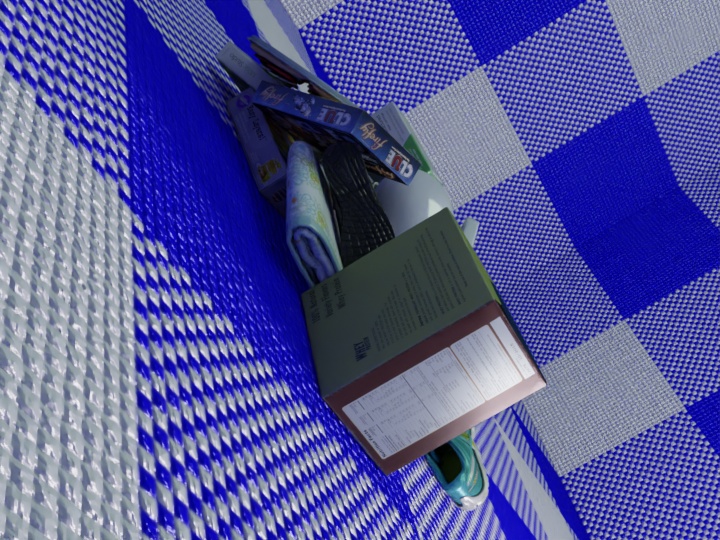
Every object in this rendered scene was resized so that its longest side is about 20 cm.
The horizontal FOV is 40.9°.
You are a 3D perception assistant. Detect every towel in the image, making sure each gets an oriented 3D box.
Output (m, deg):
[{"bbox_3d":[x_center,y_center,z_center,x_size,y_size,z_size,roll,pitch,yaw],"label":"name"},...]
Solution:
[{"bbox_3d":[-0.047,-0.033,1.185,0.172,0.048,0.201,-99,171,-50],"label":"towel"}]

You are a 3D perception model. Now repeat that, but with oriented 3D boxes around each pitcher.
[{"bbox_3d":[0.063,-0.026,1.314,0.201,0.120,0.172,-91,-168,-45],"label":"pitcher"}]

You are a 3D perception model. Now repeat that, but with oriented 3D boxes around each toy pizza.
[{"bbox_3d":[-0.071,-0.245,1.282,0.200,0.032,0.200,34,7,-4],"label":"toy pizza"}]

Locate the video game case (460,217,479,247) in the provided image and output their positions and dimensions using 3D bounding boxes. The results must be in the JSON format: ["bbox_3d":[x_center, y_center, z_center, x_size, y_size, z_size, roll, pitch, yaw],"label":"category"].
[{"bbox_3d":[0.103,0.053,1.310,0.023,0.183,0.201,23,45,-3],"label":"video game case"}]

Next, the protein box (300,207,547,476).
[{"bbox_3d":[0.062,0.073,1.053,0.135,0.199,0.199,55,9,-31],"label":"protein box"}]

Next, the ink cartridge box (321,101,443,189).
[{"bbox_3d":[0.012,-0.155,1.581,0.147,0.199,0.084,62,11,20],"label":"ink cartridge box"}]

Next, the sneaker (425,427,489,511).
[{"bbox_3d":[0.117,0.229,1.316,0.080,0.077,0.201,39,20,-43],"label":"sneaker"}]

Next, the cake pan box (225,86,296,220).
[{"bbox_3d":[-0.098,-0.129,1.338,0.200,0.052,0.185,49,15,-50],"label":"cake pan box"}]

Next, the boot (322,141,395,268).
[{"bbox_3d":[0.005,-0.055,1.208,0.132,0.069,0.202,66,13,-80],"label":"boot"}]

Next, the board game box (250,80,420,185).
[{"bbox_3d":[-0.034,-0.178,1.241,0.199,0.035,0.135,25,-8,43],"label":"board game box"}]

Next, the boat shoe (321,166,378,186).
[{"bbox_3d":[-0.002,-0.101,1.439,0.202,0.085,0.075,-125,-156,-53],"label":"boat shoe"}]

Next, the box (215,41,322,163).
[{"bbox_3d":[-0.125,-0.244,1.429,0.144,0.036,0.200,41,-2,19],"label":"box"}]
